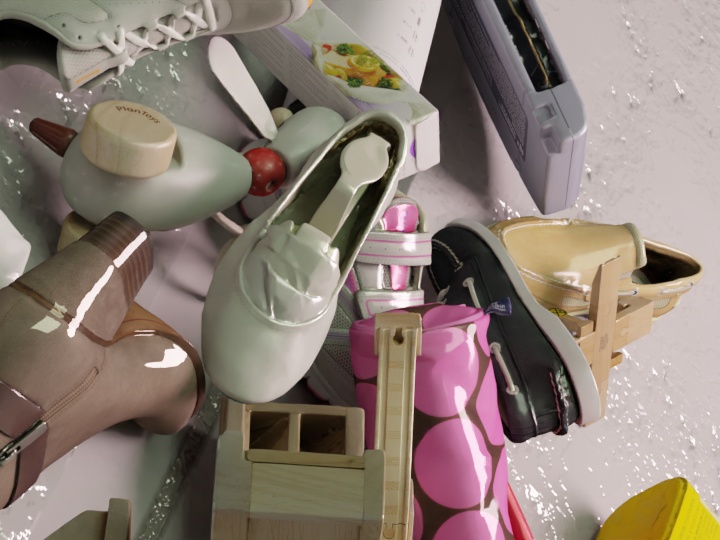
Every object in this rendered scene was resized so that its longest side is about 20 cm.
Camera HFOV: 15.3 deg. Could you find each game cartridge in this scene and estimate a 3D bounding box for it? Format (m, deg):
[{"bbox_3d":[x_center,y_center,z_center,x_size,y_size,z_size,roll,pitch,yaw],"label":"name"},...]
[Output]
[{"bbox_3d":[0.097,-0.143,1.767,0.041,0.133,0.201,-19,69,-11],"label":"game cartridge"}]

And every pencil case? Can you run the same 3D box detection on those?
[{"bbox_3d":[0.050,0.118,1.503,0.094,0.090,0.202,-24,108,-77],"label":"pencil case"}]

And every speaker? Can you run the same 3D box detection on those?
[{"bbox_3d":[0.005,-0.142,1.677,0.081,0.081,0.201,42,38,-25],"label":"speaker"}]

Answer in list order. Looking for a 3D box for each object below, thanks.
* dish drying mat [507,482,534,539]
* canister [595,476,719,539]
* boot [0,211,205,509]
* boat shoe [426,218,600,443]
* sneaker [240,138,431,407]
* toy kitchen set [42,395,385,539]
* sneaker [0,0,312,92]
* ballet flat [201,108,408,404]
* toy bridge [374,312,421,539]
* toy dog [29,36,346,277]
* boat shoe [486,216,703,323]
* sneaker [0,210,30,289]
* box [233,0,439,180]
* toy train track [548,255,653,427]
[{"bbox_3d":[0.081,0.149,1.585,0.018,0.077,0.201,-19,79,-14],"label":"dish drying mat"},{"bbox_3d":[0.224,0.245,1.676,0.200,0.086,0.149,50,35,-13],"label":"canister"},{"bbox_3d":[-0.149,0.066,1.325,0.146,0.070,0.201,-51,153,-26],"label":"boot"},{"bbox_3d":[0.075,0.034,1.614,0.200,0.060,0.076,-131,-155,-56],"label":"boat shoe"},{"bbox_3d":[0.000,0.000,1.560,0.081,0.088,0.201,-11,75,-54],"label":"sneaker"},{"bbox_3d":[-0.075,0.103,1.340,0.162,0.201,0.181,4,52,-3],"label":"toy kitchen set"},{"bbox_3d":[-0.124,-0.131,1.431,0.076,0.198,0.093,81,10,-51],"label":"sneaker"},{"bbox_3d":[-0.026,-0.017,1.412,0.069,0.069,0.200,47,45,-18],"label":"ballet flat"},{"bbox_3d":[0.014,0.127,1.429,0.067,0.027,0.202,-92,-174,-78],"label":"toy bridge"},{"bbox_3d":[-0.103,-0.063,1.472,0.096,0.132,0.199,40,16,29],"label":"toy dog"},{"bbox_3d":[0.155,-0.009,1.777,0.199,0.076,0.072,5,62,-50],"label":"boat shoe"},{"bbox_3d":[-0.223,0.007,1.282,0.116,0.073,0.200,49,34,-11],"label":"sneaker"},{"bbox_3d":[-0.023,-0.123,1.568,0.038,0.042,0.200,-23,45,-24],"label":"box"},{"bbox_3d":[0.119,0.053,1.713,0.199,0.032,0.116,-24,125,-47],"label":"toy train track"}]
